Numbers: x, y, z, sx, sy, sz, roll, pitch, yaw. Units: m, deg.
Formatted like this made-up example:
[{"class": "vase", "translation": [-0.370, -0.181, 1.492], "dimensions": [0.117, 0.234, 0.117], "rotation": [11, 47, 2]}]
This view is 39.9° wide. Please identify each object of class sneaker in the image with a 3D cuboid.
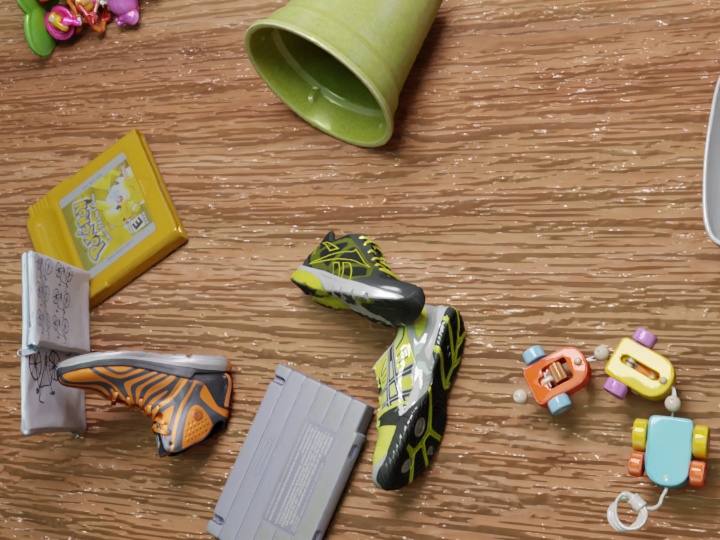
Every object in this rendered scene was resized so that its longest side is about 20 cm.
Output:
[{"class": "sneaker", "translation": [0.048, 0.132, 1.043], "dimensions": [0.075, 0.075, 0.203], "rotation": [8, 67, 32]}, {"class": "sneaker", "translation": [-0.241, 0.151, 1.111], "dimensions": [0.196, 0.078, 0.114], "rotation": [3, 77, -12]}, {"class": "sneaker", "translation": [0.000, 0.000, 1.072], "dimensions": [0.198, 0.074, 0.086], "rotation": [14, 71, 48]}]

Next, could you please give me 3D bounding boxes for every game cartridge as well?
[{"class": "game cartridge", "translation": [-0.333, -0.059, 1.278], "dimensions": [0.198, 0.032, 0.178], "rotation": [-33, 64, 9]}, {"class": "game cartridge", "translation": [-0.075, 0.219, 1.083], "dimensions": [0.128, 0.038, 0.203], "rotation": [22, 83, 23]}]

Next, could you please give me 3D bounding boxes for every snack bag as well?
[{"class": "snack bag", "translation": [-0.346, 0.090, 1.138], "dimensions": [0.021, 0.189, 0.204], "rotation": [-2, 81, 3]}]

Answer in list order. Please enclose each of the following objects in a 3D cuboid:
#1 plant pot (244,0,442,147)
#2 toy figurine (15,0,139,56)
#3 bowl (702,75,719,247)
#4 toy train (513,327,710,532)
[{"class": "plant pot", "translation": [-0.003, -0.278, 1.134], "dimensions": [0.198, 0.201, 0.186], "rotation": [25, 73, 27]}, {"class": "toy figurine", "translation": [-0.360, -0.388, 1.347], "dimensions": [0.180, 0.150, 0.204], "rotation": [6, 108, 12]}, {"class": "bowl", "translation": [0.432, -0.097, 0.944], "dimensions": [0.196, 0.075, 0.204], "rotation": [4, 75, 24]}, {"class": "toy train", "translation": [0.248, 0.144, 0.961], "dimensions": [0.149, 0.056, 0.202], "rotation": [-35, 61, 11]}]
